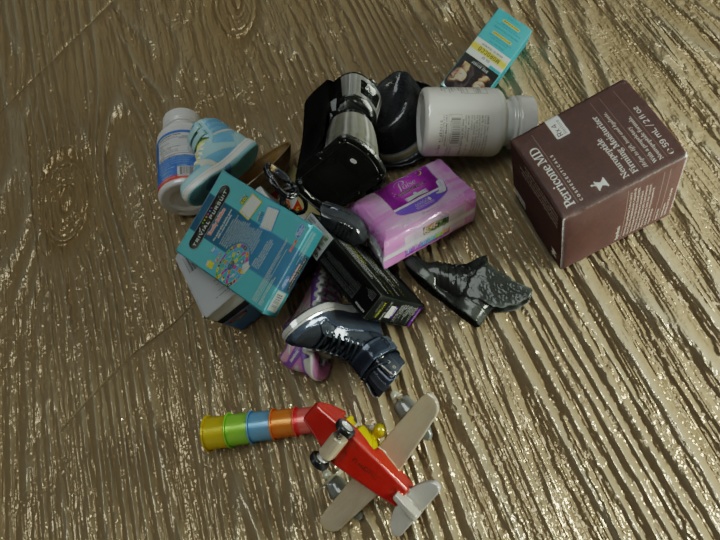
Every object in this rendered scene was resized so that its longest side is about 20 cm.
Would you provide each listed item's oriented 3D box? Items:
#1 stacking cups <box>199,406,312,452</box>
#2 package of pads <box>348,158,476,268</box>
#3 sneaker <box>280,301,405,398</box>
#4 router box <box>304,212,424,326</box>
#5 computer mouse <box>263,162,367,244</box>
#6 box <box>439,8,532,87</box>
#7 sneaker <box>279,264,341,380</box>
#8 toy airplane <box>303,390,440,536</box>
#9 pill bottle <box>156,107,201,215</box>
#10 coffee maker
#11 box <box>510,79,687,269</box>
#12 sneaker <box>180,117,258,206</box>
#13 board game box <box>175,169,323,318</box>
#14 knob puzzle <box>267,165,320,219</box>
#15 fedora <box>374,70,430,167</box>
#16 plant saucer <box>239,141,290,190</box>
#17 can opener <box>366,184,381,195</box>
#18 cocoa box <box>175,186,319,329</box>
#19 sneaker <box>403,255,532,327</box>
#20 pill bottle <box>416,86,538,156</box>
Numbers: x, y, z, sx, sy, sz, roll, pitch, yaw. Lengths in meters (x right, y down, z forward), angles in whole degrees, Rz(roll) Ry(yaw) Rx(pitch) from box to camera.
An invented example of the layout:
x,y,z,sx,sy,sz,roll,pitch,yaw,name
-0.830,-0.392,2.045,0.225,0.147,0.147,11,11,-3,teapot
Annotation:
x,y,z,sx,sy,sz,roll,pitch,yaw,name
-0.159,0.252,0.994,0.194,0.061,0.062,-10,62,13,stacking cups
0.086,-0.099,1.047,0.197,0.077,0.121,-29,55,-17,package of pads
-0.017,0.125,0.945,0.077,0.199,0.148,-49,60,32,sneaker
0.000,0.000,1.010,0.051,0.148,0.201,-49,59,15,router box
-0.066,-0.109,0.965,0.034,0.198,0.059,-46,17,36,computer mouse
0.234,-0.390,1.167,0.081,0.049,0.202,35,79,7,box
-0.089,0.083,1.047,0.086,0.080,0.205,-3,65,27,sneaker
0.025,0.276,0.898,0.194,0.141,0.205,-7,101,4,toy airplane
-0.357,-0.225,1.253,0.109,0.113,0.204,-16,60,9,pill bottle
-0.052,-0.217,1.045,0.187,0.136,0.203,-13,45,14,coffee maker
0.360,-0.144,0.958,0.196,0.165,0.169,-27,60,3,box
-0.297,-0.211,1.161,0.129,0.080,0.200,36,47,6,sneaker
-0.177,-0.044,0.975,0.198,0.047,0.153,31,88,23,board game box
-0.148,-0.067,1.157,0.214,0.030,0.226,-5,74,19,knob puzzle
0.068,-0.299,1.164,0.195,0.092,0.206,-7,64,14,fedora
-0.202,-0.170,1.174,0.198,0.036,0.201,-33,21,14,plant saucer
-0.014,-0.189,1.152,0.053,0.067,0.202,-33,54,0,can opener
-0.190,-0.016,1.070,0.198,0.131,0.135,-38,68,7,cocoa box
0.173,0.014,1.006,0.199,0.060,0.105,40,82,23,sneaker
0.200,-0.257,1.073,0.194,0.115,0.117,0,63,-4,pill bottle
